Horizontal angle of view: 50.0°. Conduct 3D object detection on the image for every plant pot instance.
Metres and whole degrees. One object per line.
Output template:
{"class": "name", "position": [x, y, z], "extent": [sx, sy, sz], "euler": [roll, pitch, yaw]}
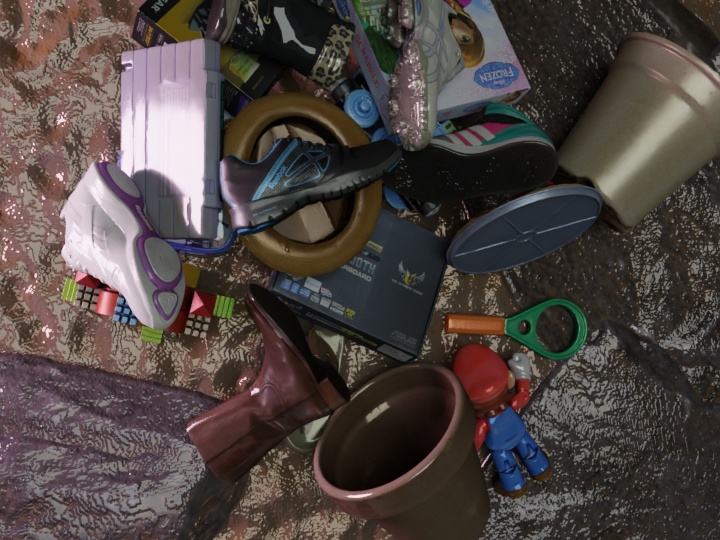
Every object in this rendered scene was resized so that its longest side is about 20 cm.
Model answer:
{"class": "plant pot", "position": [0.346, -0.157, 0.972], "extent": [0.200, 0.200, 0.184], "euler": [41, 92, -9]}
{"class": "plant pot", "position": [0.069, 0.241, 0.909], "extent": [0.199, 0.200, 0.176], "euler": [-37, 115, -10]}

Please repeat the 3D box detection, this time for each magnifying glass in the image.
{"class": "magnifying glass", "position": [0.206, 0.074, 1.016], "extent": [0.196, 0.022, 0.081], "euler": [4, 89, -14]}

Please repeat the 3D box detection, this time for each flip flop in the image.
{"class": "flip flop", "position": [-0.059, 0.122, 0.937], "extent": [0.080, 0.058, 0.204], "euler": [8, 87, -12]}

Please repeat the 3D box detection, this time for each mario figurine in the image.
{"class": "mario figurine", "position": [0.171, 0.181, 0.991], "extent": [0.123, 0.105, 0.203], "euler": [-40, 111, -45]}

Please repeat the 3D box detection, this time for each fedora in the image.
{"class": "fedora", "position": [-0.072, -0.093, 0.863], "extent": [0.197, 0.082, 0.205], "euler": [2, 85, -20]}

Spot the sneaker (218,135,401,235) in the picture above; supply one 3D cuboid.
{"class": "sneaker", "position": [-0.048, -0.107, 0.789], "extent": [0.197, 0.073, 0.083], "euler": [-22, 91, -21]}

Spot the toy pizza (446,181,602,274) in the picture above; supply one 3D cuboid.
{"class": "toy pizza", "position": [0.195, -0.054, 0.933], "extent": [0.197, 0.201, 0.032], "euler": [-13, 68, -12]}

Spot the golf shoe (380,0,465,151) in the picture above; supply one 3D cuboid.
{"class": "golf shoe", "position": [0.081, -0.224, 0.852], "extent": [0.096, 0.078, 0.204], "euler": [8, 71, -25]}

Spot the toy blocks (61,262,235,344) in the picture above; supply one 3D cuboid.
{"class": "toy blocks", "position": [-0.239, 0.032, 0.860], "extent": [0.196, 0.137, 0.102], "euler": [15, 86, -11]}

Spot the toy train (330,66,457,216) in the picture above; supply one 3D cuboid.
{"class": "toy train", "position": [0.050, -0.166, 0.955], "extent": [0.114, 0.087, 0.201], "euler": [-40, 95, -19]}

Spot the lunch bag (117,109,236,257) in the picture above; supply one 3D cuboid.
{"class": "lunch bag", "position": [-0.210, -0.113, 0.902], "extent": [0.157, 0.076, 0.204], "euler": [11, 86, -9]}

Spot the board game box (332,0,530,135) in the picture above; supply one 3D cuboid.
{"class": "board game box", "position": [0.085, -0.281, 0.936], "extent": [0.197, 0.041, 0.202], "euler": [-19, 80, -26]}

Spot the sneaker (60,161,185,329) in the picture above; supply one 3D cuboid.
{"class": "sneaker", "position": [-0.243, -0.012, 0.780], "extent": [0.099, 0.075, 0.201], "euler": [-40, 61, 14]}

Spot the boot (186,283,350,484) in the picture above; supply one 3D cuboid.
{"class": "boot", "position": [-0.138, 0.137, 0.885], "extent": [0.198, 0.064, 0.188], "euler": [-33, 105, 14]}

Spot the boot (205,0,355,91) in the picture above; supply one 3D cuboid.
{"class": "boot", "position": [-0.078, -0.308, 0.859], "extent": [0.152, 0.073, 0.207], "euler": [22, 63, -23]}

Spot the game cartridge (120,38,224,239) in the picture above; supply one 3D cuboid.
{"class": "game cartridge", "position": [-0.200, -0.134, 0.816], "extent": [0.127, 0.038, 0.204], "euler": [2, 91, 26]}

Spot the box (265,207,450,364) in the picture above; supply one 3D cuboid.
{"class": "box", "position": [0.000, 0.000, 0.934], "extent": [0.197, 0.051, 0.160], "euler": [26, 65, -11]}

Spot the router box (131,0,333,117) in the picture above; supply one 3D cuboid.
{"class": "router box", "position": [-0.141, -0.293, 0.891], "extent": [0.156, 0.052, 0.202], "euler": [36, 59, -10]}

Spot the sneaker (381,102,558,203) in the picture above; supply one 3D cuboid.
{"class": "sneaker", "position": [0.124, -0.141, 0.894], "extent": [0.196, 0.121, 0.085], "euler": [-1, 118, 10]}
